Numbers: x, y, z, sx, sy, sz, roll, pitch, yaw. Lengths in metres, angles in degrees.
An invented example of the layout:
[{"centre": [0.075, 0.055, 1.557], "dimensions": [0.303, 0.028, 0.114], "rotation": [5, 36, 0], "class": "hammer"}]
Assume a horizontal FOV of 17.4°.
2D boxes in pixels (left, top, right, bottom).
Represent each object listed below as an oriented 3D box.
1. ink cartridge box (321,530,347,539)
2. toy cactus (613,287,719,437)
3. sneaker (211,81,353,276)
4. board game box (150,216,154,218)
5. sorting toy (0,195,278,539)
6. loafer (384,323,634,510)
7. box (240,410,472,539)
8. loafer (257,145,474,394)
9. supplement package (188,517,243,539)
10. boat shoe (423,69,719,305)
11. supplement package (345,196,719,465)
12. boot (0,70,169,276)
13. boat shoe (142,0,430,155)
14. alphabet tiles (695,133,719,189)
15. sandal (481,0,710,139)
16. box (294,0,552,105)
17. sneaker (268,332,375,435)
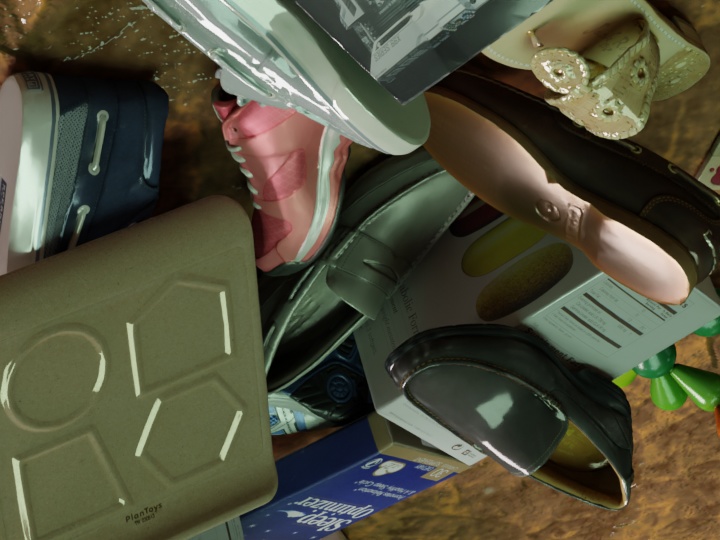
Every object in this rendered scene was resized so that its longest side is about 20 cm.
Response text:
[{"centre": [-0.078, 0.292, 1.806], "dimensions": [0.200, 0.084, 0.145], "rotation": [-20, 145, 8], "class": "ink cartridge box"}, {"centre": [0.188, 0.051, 1.585], "dimensions": [0.199, 0.102, 0.165], "rotation": [-14, 136, 12], "class": "toy cactus"}, {"centre": [-0.047, -0.081, 1.334], "dimensions": [0.087, 0.074, 0.200], "rotation": [8, 133, -14], "class": "sneaker"}, {"centre": [-0.176, 0.059, 1.407], "dimensions": [0.199, 0.064, 0.148], "rotation": [-13, 110, -6], "class": "board game box"}, {"centre": [-0.137, 0.072, 1.331], "dimensions": [0.185, 0.036, 0.200], "rotation": [-22, 122, -27], "class": "sorting toy"}, {"centre": [0.098, 0.087, 1.404], "dimensions": [0.200, 0.072, 0.073], "rotation": [20, 132, -38], "class": "loafer"}, {"centre": [-0.036, 0.151, 1.577], "dimensions": [0.200, 0.032, 0.121], "rotation": [-26, 158, 22], "class": "box"}, {"centre": [0.000, 0.000, 1.436], "dimensions": [0.070, 0.070, 0.200], "rotation": [28, 117, -39], "class": "loafer"}, {"centre": [-0.173, 0.210, 1.447], "dimensions": [0.109, 0.114, 0.200], "rotation": [-18, 171, 42], "class": "supplement package"}, {"centre": [0.122, -0.058, 1.354], "dimensions": [0.070, 0.200, 0.070], "rotation": [-49, 168, -30], "class": "boat shoe"}, {"centre": [0.104, 0.014, 1.469], "dimensions": [0.200, 0.114, 0.109], "rotation": [-34, 142, 21], "class": "supplement package"}, {"centre": [-0.163, -0.014, 1.319], "dimensions": [0.090, 0.073, 0.200], "rotation": [0, 118, -26], "class": "boot"}, {"centre": [-0.050, -0.125, 1.228], "dimensions": [0.201, 0.070, 0.071], "rotation": [41, 129, -21], "class": "boat shoe"}, {"centre": [0.318, -0.085, 1.508], "dimensions": [0.199, 0.006, 0.167], "rotation": [-1, 143, -20], "class": "alphabet tiles"}, {"centre": [0.146, -0.106, 1.307], "dimensions": [0.078, 0.070, 0.212], "rotation": [-35, 158, 27], "class": "sandal"}, {"centre": [0.016, -0.196, 1.149], "dimensions": [0.158, 0.050, 0.200], "rotation": [-33, 121, 24], "class": "box"}, {"centre": [-0.058, 0.070, 1.534], "dimensions": [0.199, 0.076, 0.077], "rotation": [6, 158, -25], "class": "sneaker"}]
